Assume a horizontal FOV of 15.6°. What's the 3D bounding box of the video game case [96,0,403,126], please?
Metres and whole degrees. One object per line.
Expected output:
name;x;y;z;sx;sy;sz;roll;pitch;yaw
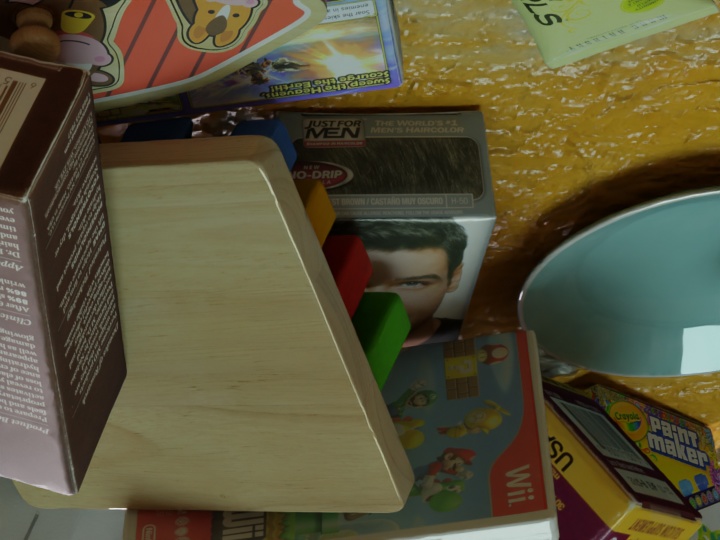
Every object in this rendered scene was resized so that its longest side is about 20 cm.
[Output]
video game case;-0.090;-0.126;1.047;0.198;0.046;0.182;-7;150;3

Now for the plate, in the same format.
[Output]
plate;0.177;0.000;1.348;0.199;0.026;0.201;-5;152;-3

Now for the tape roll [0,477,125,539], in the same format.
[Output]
tape roll;-0.222;0.127;1.316;0.201;0.140;0.203;19;155;9

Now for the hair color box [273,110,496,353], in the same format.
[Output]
hair color box;0.000;0.000;1.278;0.098;0.061;0.200;-1;150;-8

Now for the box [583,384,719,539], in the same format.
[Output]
box;0.108;0.199;1.519;0.199;0.194;0.122;-27;148;33

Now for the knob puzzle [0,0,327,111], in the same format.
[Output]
knob puzzle;-0.105;-0.105;1.004;0.218;0.031;0.220;-4;151;-2

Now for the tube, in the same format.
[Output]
tube;0.073;-0.134;1.018;0.058;0.052;0.200;27;171;33

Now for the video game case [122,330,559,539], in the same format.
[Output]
video game case;-0.011;0.088;1.235;0.198;0.143;0.018;-8;125;4

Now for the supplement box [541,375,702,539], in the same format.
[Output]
supplement box;0.059;0.157;1.342;0.200;0.103;0.131;-47;158;10

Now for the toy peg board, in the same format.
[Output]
toy peg board;-0.084;0.003;1.169;0.199;0.098;0.200;-2;130;25

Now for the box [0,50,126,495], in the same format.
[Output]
box;-0.155;-0.001;1.058;0.099;0.075;0.201;14;142;10

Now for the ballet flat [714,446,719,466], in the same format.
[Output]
ballet flat;0.242;0.112;1.534;0.069;0.070;0.200;2;152;-13
